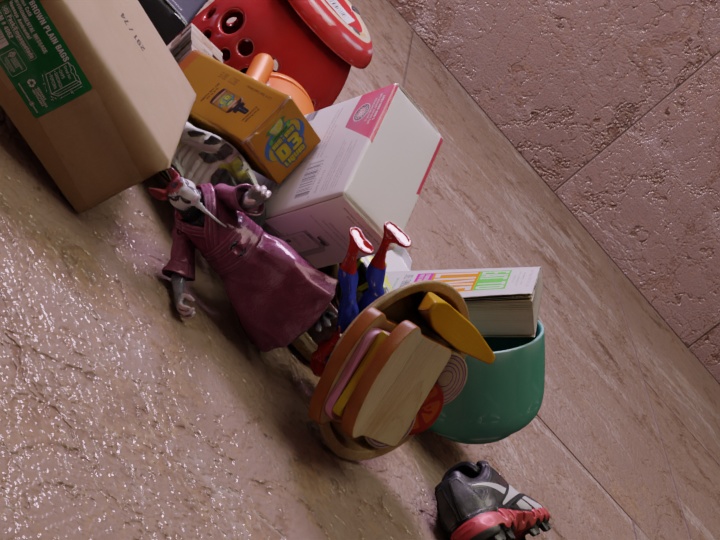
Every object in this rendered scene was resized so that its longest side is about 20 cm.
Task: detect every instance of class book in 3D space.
[{"bbox_3d":[0.096,0.031,1.562,0.134,0.197,0.049,-57,143,-70],"label":"book"}]

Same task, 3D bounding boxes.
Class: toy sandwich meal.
[{"bbox_3d":[0.041,0.098,1.289,0.070,0.207,0.205,34,3,38],"label":"toy sandwich meal"}]

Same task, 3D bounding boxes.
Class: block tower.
[{"bbox_3d":[-0.186,-0.202,1.586,0.058,0.054,0.201,42,19,-25],"label":"block tower"}]

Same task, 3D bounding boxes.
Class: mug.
[{"bbox_3d":[0.138,0.115,1.550,0.152,0.183,0.116,-143,-131,-64],"label":"mug"}]

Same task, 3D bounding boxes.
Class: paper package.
[{"bbox_3d":[-0.239,-0.178,1.225,0.201,0.103,0.191,59,13,-22],"label":"paper package"}]

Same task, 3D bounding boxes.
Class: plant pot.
[{"bbox_3d":[-0.098,-0.276,1.768,0.200,0.182,0.201,43,19,-19],"label":"plant pot"}]

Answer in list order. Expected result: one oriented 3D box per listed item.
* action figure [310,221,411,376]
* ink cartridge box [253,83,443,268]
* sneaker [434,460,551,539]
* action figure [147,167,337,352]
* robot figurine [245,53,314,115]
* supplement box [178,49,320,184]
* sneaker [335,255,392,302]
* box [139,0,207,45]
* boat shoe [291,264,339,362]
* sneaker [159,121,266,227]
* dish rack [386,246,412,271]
[{"bbox_3d":[-0.005,0.049,1.313,0.065,0.202,0.052,-15,49,-34],"label":"action figure"},{"bbox_3d":[-0.036,-0.082,1.384,0.083,0.199,0.148,44,53,-29],"label":"ink cartridge box"},{"bbox_3d":[0.131,0.237,1.441,0.099,0.071,0.200,59,19,20],"label":"sneaker"},{"bbox_3d":[-0.105,-0.026,1.268,0.200,0.133,0.149,48,15,-19],"label":"action figure"},{"bbox_3d":[-0.102,-0.150,1.584,0.144,0.116,0.201,44,16,-24],"label":"robot figurine"},{"bbox_3d":[-0.123,-0.152,1.397,0.199,0.067,0.069,32,-16,52],"label":"supplement box"},{"bbox_3d":[0.000,0.000,1.502,0.075,0.076,0.200,8,21,-26],"label":"sneaker"},{"bbox_3d":[-0.253,-0.302,1.533,0.148,0.104,0.200,47,17,-13],"label":"box"},{"bbox_3d":[-0.049,0.008,1.457,0.072,0.072,0.201,40,19,-32],"label":"boat shoe"},{"bbox_3d":[-0.151,-0.100,1.372,0.200,0.075,0.085,44,5,25],"label":"sneaker"},{"bbox_3d":[0.041,0.024,1.726,0.171,0.043,0.201,28,28,-55],"label":"dish rack"}]
